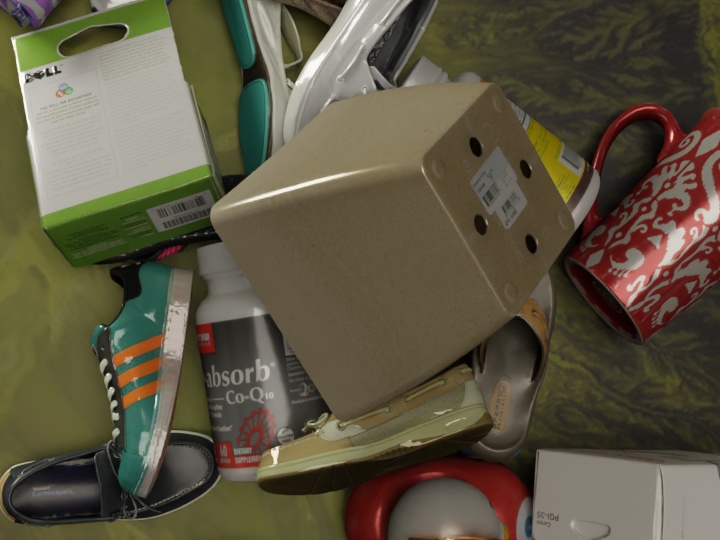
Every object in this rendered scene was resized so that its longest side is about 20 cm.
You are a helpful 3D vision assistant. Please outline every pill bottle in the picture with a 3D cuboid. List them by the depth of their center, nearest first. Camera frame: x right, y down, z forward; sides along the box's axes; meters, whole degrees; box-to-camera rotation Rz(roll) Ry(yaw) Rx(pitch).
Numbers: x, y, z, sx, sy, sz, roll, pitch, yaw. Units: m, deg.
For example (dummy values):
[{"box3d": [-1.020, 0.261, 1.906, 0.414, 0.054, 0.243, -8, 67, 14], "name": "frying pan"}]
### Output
[{"box3d": [-0.082, 0.074, 1.086, 0.115, 0.116, 0.202, -9, 89, -11], "name": "pill bottle"}, {"box3d": [0.111, -0.103, 1.133, 0.199, 0.109, 0.110, 37, 82, -7], "name": "pill bottle"}]

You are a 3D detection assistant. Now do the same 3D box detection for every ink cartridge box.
[{"box3d": [-0.207, -0.124, 1.076, 0.147, 0.076, 0.201, -17, 63, 0], "name": "ink cartridge box"}, {"box3d": [0.269, 0.203, 1.094, 0.199, 0.146, 0.084, 7, 84, -37], "name": "ink cartridge box"}]

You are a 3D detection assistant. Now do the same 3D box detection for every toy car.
[{"box3d": [0.084, 0.222, 1.067, 0.175, 0.200, 0.186, 3, 87, -10], "name": "toy car"}]

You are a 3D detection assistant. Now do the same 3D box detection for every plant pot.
[{"box3d": [0.044, -0.032, 0.961, 0.201, 0.176, 0.200, 59, 43, -15], "name": "plant pot"}]

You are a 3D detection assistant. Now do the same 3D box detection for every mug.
[{"box3d": [0.286, -0.046, 1.174, 0.200, 0.177, 0.134, -42, 135, -5], "name": "mug"}]

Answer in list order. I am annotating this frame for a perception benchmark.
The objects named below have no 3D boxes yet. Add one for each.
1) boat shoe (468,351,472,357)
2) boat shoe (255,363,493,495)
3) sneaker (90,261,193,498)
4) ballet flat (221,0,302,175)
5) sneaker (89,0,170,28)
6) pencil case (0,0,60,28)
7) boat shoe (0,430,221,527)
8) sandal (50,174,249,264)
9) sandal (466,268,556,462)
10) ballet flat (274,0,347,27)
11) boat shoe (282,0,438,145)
[{"box3d": [0.092, 0.000, 1.146, 0.072, 0.066, 0.201, -37, 91, 20], "name": "boat shoe"}, {"box3d": [0.007, 0.130, 1.017, 0.199, 0.073, 0.064, -16, 66, -10], "name": "boat shoe"}, {"box3d": [-0.193, 0.090, 1.062, 0.079, 0.071, 0.202, 8, 70, -6], "name": "sneaker"}, {"box3d": [-0.079, -0.175, 1.129, 0.069, 0.069, 0.202, -8, 88, -11], "name": "ballet flat"}, {"box3d": [-0.167, -0.300, 1.103, 0.075, 0.087, 0.200, 41, 82, -8], "name": "sneaker"}, {"box3d": [-0.257, -0.305, 1.086, 0.201, 0.084, 0.086, -53, 141, -11], "name": "pencil case"}, {"box3d": [-0.214, 0.184, 1.084, 0.198, 0.062, 0.075, -7, 87, -12], "name": "boat shoe"}, {"box3d": [-0.179, -0.040, 1.101, 0.198, 0.045, 0.076, -6, 68, 4], "name": "sandal"}, {"box3d": [0.124, 0.061, 1.068, 0.081, 0.055, 0.202, 12, 75, 0], "name": "sandal"}, {"box3d": [-0.046, -0.266, 1.102, 0.199, 0.067, 0.069, 19, 65, -32], "name": "ballet flat"}, {"box3d": [0.004, -0.171, 1.087, 0.201, 0.068, 0.072, -57, 142, 4], "name": "boat shoe"}]
